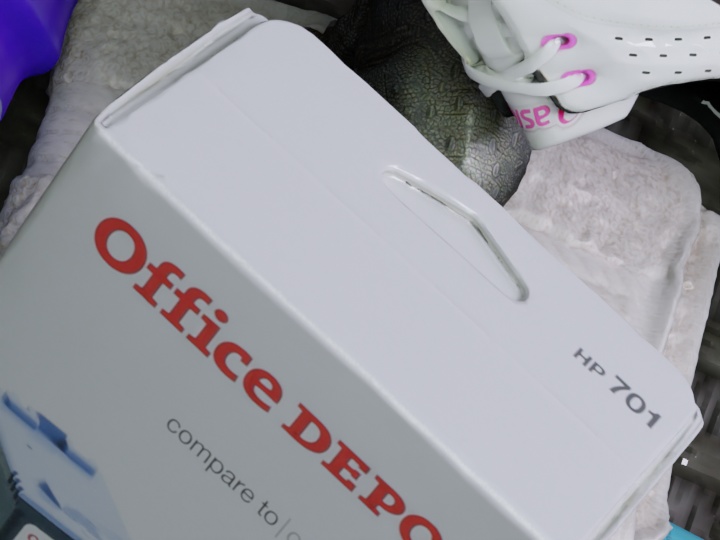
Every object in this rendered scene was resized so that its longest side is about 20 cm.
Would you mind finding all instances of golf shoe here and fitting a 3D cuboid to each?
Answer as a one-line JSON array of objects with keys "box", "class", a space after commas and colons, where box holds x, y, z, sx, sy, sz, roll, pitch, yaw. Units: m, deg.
[{"box": [0.045, -0.077, 0.686, 0.199, 0.072, 0.093, 18, 83, -31], "class": "golf shoe"}]

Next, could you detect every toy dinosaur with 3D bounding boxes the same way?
[{"box": [0.020, -0.045, 0.763, 0.077, 0.102, 0.201, 24, 62, -3], "class": "toy dinosaur"}]

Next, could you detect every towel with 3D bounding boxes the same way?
[{"box": [0.000, 0.000, 0.813, 0.199, 0.035, 0.133, 19, 62, -7], "class": "towel"}]

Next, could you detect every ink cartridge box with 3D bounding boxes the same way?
[{"box": [-0.038, 0.063, 0.709, 0.146, 0.200, 0.086, 42, 36, 6], "class": "ink cartridge box"}]

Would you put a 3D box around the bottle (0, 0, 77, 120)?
[{"box": [-0.137, -0.041, 0.781, 0.065, 0.084, 0.200, 38, 74, 12], "class": "bottle"}]

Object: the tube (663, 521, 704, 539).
[{"box": [0.000, 0.059, 0.830, 0.199, 0.050, 0.078, 26, 75, -7], "class": "tube"}]
